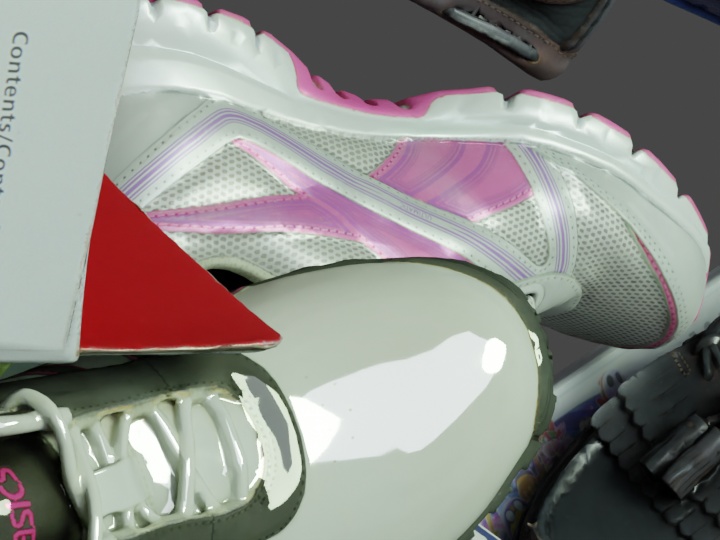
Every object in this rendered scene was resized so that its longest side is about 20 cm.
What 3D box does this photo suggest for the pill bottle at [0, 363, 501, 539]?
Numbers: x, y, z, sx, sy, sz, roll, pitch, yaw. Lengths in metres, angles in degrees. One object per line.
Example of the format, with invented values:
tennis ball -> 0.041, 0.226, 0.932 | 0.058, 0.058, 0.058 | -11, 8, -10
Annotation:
pill bottle -> -0.010, 0.100, 0.670 | 0.200, 0.111, 0.111 | 37, 62, -16

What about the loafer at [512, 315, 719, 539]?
loafer -> 0.124, 0.026, 0.757 | 0.199, 0.063, 0.072 | -29, 60, -20

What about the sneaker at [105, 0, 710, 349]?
sneaker -> 0.000, 0.000, 0.722 | 0.199, 0.081, 0.089 | 12, 68, -23

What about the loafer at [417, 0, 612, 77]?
loafer -> -0.022, -0.096, 0.718 | 0.199, 0.072, 0.063 | 13, 116, -17

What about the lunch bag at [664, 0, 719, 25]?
lunch bag -> 0.155, -0.142, 0.776 | 0.135, 0.200, 0.133 | 20, 63, -5

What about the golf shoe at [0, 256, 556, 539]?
golf shoe -> -0.047, 0.050, 0.564 | 0.199, 0.088, 0.078 | -21, 84, -11

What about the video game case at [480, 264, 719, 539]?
video game case -> 0.109, 0.114, 0.802 | 0.143, 0.018, 0.201 | -31, 95, -33

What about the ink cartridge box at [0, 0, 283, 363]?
ink cartridge box -> -0.122, -0.055, 0.572 | 0.174, 0.200, 0.084 | 2, 110, -28
